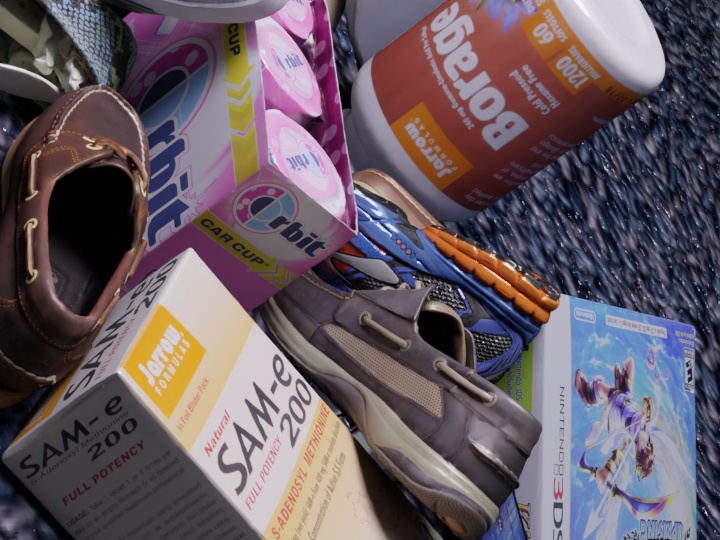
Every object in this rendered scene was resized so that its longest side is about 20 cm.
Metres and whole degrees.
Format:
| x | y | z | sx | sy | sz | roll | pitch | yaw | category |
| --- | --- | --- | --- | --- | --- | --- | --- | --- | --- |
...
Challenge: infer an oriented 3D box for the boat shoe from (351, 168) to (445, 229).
| x | y | z | sx | sy | sz | roll | pitch | yaw | category |
| --- | --- | --- | --- | --- | --- | --- | --- | --- | --- |
| 0.049 | 0.020 | 1.269 | 0.200 | 0.072 | 0.068 | 53 | 49 | -19 | boat shoe |

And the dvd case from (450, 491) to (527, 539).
| x | y | z | sx | sy | sz | roll | pitch | yaw | category |
| --- | --- | --- | --- | --- | --- | --- | --- | --- | --- |
| 0.077 | 0.211 | 1.065 | 0.143 | 0.017 | 0.201 | -48 | 123 | -71 | dvd case |

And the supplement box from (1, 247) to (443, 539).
| x | y | z | sx | sy | sz | roll | pitch | yaw | category |
| --- | --- | --- | --- | --- | --- | --- | --- | --- | --- |
| -0.049 | 0.106 | 0.993 | 0.200 | 0.073 | 0.126 | 49 | 24 | -13 | supplement box |

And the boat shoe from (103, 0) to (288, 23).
| x | y | z | sx | sy | sz | roll | pitch | yaw | category |
| --- | --- | --- | --- | --- | --- | --- | --- | --- | --- |
| -0.108 | -0.162 | 1.118 | 0.199 | 0.072 | 0.062 | 20 | -10 | 28 | boat shoe |

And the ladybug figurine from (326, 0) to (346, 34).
| x | y | z | sx | sy | sz | roll | pitch | yaw | category |
| --- | --- | --- | --- | --- | --- | --- | --- | --- | --- |
| -0.066 | -0.218 | 1.362 | 0.201 | 0.072 | 0.136 | 60 | 19 | 17 | ladybug figurine |

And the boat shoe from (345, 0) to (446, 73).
| x | y | z | sx | sy | sz | roll | pitch | yaw | category |
| --- | --- | --- | --- | --- | --- | --- | --- | --- | --- |
| 0.020 | -0.145 | 1.385 | 0.057 | 0.068 | 0.201 | 58 | -13 | 34 | boat shoe |

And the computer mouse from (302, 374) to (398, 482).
| x | y | z | sx | sy | sz | roll | pitch | yaw | category |
| --- | --- | --- | --- | --- | --- | --- | --- | --- | --- |
| 0.020 | 0.098 | 1.164 | 0.200 | 0.046 | 0.141 | 2 | 56 | -61 | computer mouse |

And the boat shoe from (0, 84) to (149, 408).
| x | y | z | sx | sy | sz | roll | pitch | yaw | category |
| --- | --- | --- | --- | --- | --- | --- | --- | --- | --- |
| -0.122 | -0.022 | 1.003 | 0.070 | 0.070 | 0.201 | 36 | 34 | -21 | boat shoe |

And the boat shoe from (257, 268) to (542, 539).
| x | y | z | sx | sy | sz | roll | pitch | yaw | category |
| --- | --- | --- | --- | --- | --- | --- | --- | --- | --- |
| 0.022 | 0.047 | 1.070 | 0.200 | 0.073 | 0.075 | 46 | -1 | 45 | boat shoe |

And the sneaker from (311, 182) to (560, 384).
| x | y | z | sx | sy | sz | roll | pitch | yaw | category |
| --- | --- | --- | --- | --- | --- | --- | --- | --- | --- |
| 0.000 | 0.000 | 1.166 | 0.199 | 0.079 | 0.075 | 26 | 1 | 20 | sneaker |

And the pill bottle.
| x | y | z | sx | sy | sz | roll | pitch | yaw | category |
| --- | --- | --- | --- | --- | --- | --- | --- | --- | --- |
| 0.068 | -0.100 | 1.317 | 0.112 | 0.200 | 0.113 | 41 | 27 | -27 | pill bottle |

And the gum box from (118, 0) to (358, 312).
| x | y | z | sx | sy | sz | roll | pitch | yaw | category |
| --- | --- | --- | --- | --- | --- | --- | --- | --- | --- |
| -0.071 | -0.072 | 1.128 | 0.066 | 0.113 | 0.201 | 37 | 30 | -35 | gum box |

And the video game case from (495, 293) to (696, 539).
| x | y | z | sx | sy | sz | roll | pitch | yaw | category |
| --- | --- | --- | --- | --- | --- | --- | --- | --- | --- |
| 0.128 | 0.112 | 1.253 | 0.200 | 0.045 | 0.183 | 12 | 78 | -57 | video game case |

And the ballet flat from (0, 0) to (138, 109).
| x | y | z | sx | sy | sz | roll | pitch | yaw | category |
| --- | --- | --- | --- | --- | --- | --- | --- | --- | --- |
| -0.185 | -0.135 | 1.065 | 0.200 | 0.074 | 0.075 | 36 | 30 | -30 | ballet flat |
